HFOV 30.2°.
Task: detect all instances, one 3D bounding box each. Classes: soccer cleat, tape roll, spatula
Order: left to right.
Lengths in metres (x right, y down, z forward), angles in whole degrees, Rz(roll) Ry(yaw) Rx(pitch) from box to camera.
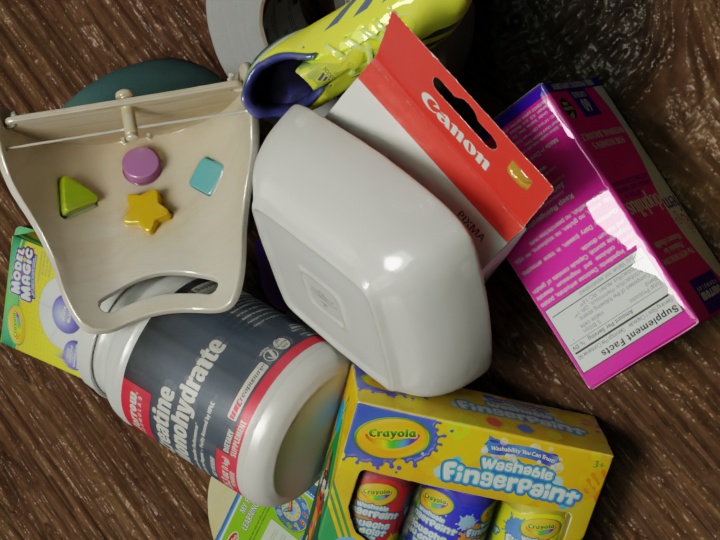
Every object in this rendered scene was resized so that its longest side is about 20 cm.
[{"bbox_3d":[-0.069,-0.063,1.157,0.057,0.021,0.200,17,105,55],"label":"spatula"},{"bbox_3d":[-0.016,-0.194,1.020,0.200,0.066,0.200,14,127,19],"label":"tape roll"},{"bbox_3d":[-0.004,-0.158,0.939,0.200,0.084,0.065,-23,109,37],"label":"soccer cleat"}]

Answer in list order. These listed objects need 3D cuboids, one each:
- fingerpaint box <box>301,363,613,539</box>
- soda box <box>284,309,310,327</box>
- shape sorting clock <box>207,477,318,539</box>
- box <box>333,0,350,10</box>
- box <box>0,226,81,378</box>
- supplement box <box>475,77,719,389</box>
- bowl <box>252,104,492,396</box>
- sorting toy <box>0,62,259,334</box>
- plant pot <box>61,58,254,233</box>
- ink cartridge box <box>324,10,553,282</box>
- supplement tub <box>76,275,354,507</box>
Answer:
[{"bbox_3d":[0.070,0.178,1.026,0.200,0.073,0.167,14,109,-8],"label":"fingerpaint box"},{"bbox_3d":[-0.063,0.080,1.156,0.200,0.063,0.068,-34,81,32],"label":"soda box"},{"bbox_3d":[-0.057,0.238,1.195,0.200,0.039,0.200,13,116,27],"label":"shape sorting clock"},{"bbox_3d":[0.058,-0.296,1.021,0.200,0.048,0.159,-9,94,33],"label":"box"},{"bbox_3d":[-0.277,0.036,1.293,0.200,0.048,0.117,19,108,30],"label":"box"},{"bbox_3d":[0.168,-0.030,0.969,0.103,0.101,0.200,-36,80,32],"label":"supplement box"},{"bbox_3d":[0.000,0.000,0.965,0.200,0.075,0.200,37,157,31],"label":"bowl"},{"bbox_3d":[-0.166,-0.046,1.025,0.200,0.107,0.180,-9,74,-4],"label":"sorting toy"},{"bbox_3d":[-0.207,-0.085,1.175,0.200,0.135,0.200,6,101,31],"label":"plant pot"},{"bbox_3d":[0.041,-0.065,0.928,0.161,0.050,0.200,48,163,8],"label":"ink cartridge box"},{"bbox_3d":[-0.112,0.085,1.066,0.200,0.140,0.140,27,112,25],"label":"supplement tub"}]
